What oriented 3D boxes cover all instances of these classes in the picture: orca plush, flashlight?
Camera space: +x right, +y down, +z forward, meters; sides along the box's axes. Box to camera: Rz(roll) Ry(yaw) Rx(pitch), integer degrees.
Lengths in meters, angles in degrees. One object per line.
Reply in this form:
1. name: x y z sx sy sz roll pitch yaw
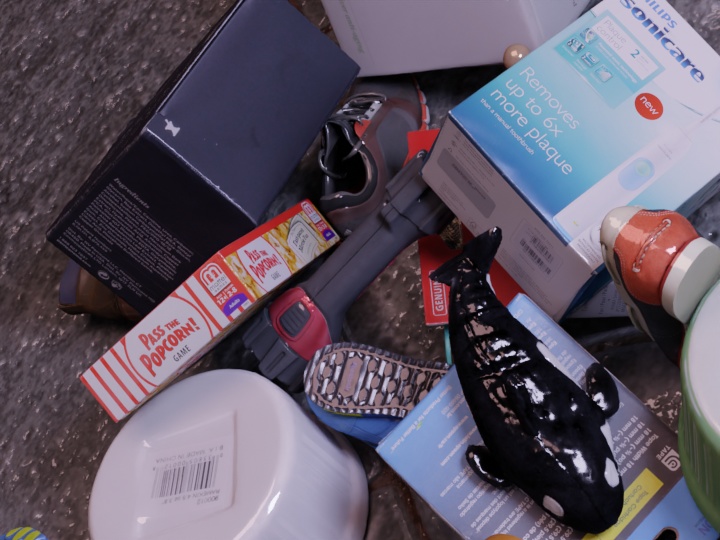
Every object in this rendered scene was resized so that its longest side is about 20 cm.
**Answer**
1. orca plush: 0.107 0.066 1.064 0.104 0.071 0.202 -14 74 2
2. flashlight: 0.000 0.000 1.241 0.200 0.068 0.068 -46 28 17

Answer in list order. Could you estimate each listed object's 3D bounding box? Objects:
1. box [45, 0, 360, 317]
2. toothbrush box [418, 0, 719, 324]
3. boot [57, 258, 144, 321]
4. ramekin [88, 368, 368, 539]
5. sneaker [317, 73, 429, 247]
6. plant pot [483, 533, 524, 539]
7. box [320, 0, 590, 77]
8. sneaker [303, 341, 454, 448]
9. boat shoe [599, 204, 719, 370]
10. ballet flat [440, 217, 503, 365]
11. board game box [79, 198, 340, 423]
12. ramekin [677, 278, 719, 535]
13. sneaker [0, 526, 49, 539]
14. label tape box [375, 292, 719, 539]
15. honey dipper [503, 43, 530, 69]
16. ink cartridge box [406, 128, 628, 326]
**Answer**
1. box: -0.127 -0.095 1.378 0.200 0.117 0.197 -38 17 50
2. toothbrush box: 0.163 -0.084 1.166 0.199 0.085 0.147 -35 77 -28
3. boot: -0.205 -0.046 1.508 0.096 0.075 0.202 -6 55 28
4. ramekin: -0.102 0.169 1.241 0.199 0.098 0.202 -19 46 21
5. sneaker: 0.005 -0.112 1.408 0.076 0.082 0.202 -15 49 25
6. plant pot: 0.060 0.261 0.993 0.183 0.201 0.199 -42 41 -20
7. box: 0.073 -0.288 1.392 0.198 0.200 0.172 -1 36 35
8. sneaker: 0.055 0.106 1.214 0.198 0.079 0.067 16 69 20
9. boat shoe: 0.197 0.012 1.084 0.062 0.200 0.072 31 85 25
10. ballet flat: 0.086 -0.002 1.280 0.074 0.068 0.201 -15 44 4
11. board game box: -0.109 0.026 1.293 0.151 0.046 0.200 -40 0 21
12. ramekin: 0.283 0.074 1.016 0.198 0.098 0.202 -9 54 12
13. sneaker: -0.222 0.253 1.264 0.070 0.083 0.199 -34 26 -22
14. label tape box: 0.129 0.137 1.113 0.200 0.063 0.144 43 84 14
15. honey dipper: 0.198 -0.135 1.270 0.198 0.038 0.038 17 64 17
16. ink cartridge box: 0.127 -0.052 1.250 0.174 0.045 0.202 -3 49 -2
